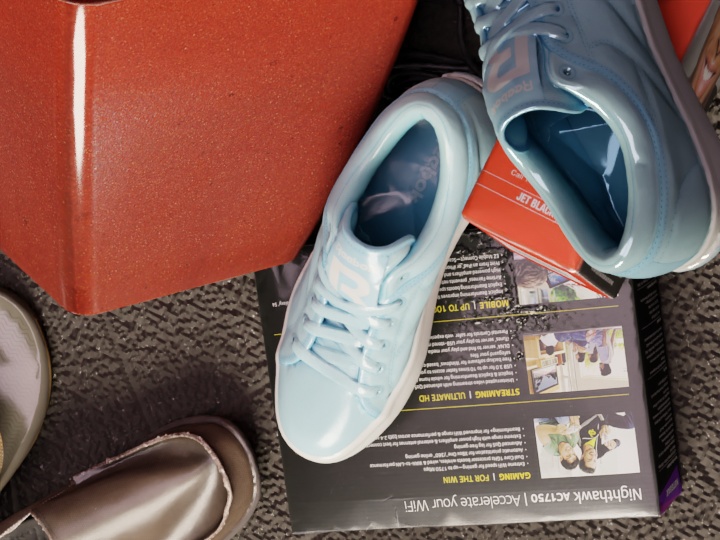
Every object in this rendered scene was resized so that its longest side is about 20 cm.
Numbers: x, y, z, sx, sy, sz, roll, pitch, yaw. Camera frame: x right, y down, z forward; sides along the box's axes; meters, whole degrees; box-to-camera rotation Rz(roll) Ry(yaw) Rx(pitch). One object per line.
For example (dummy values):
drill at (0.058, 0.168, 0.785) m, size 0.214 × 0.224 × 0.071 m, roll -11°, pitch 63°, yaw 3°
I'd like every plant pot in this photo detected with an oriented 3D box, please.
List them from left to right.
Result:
plant pot at (-0.107, -0.096, 1.011) m, size 0.200 × 0.198 × 0.178 m, roll 36°, pitch 130°, yaw 41°

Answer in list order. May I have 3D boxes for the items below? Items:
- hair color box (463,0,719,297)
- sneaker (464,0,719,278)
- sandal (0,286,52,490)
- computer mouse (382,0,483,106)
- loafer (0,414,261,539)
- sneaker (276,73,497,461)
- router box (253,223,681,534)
hair color box at (0.124, -0.095, 0.942) m, size 0.061 × 0.101 × 0.201 m, roll 26°, pitch 91°, yaw 17°
sneaker at (0.077, -0.088, 0.840) m, size 0.074 × 0.082 × 0.201 m, roll -40°, pitch 76°, yaw 35°
sandal at (-0.233, 0.103, 1.155) m, size 0.081 × 0.055 × 0.201 m, roll 31°, pitch 79°, yaw -1°
computer mouse at (0.068, -0.169, 1.020) m, size 0.139 × 0.046 × 0.202 m, roll 9°, pitch 102°, yaw 23°
loafer at (-0.139, 0.145, 1.148) m, size 0.199 × 0.071 × 0.073 m, roll -31°, pitch 86°, yaw 24°
sneaker at (0.000, 0.000, 0.990) m, size 0.073 × 0.082 × 0.202 m, roll 25°, pitch 103°, yaw 19°
router box at (0.052, 0.050, 1.060) m, size 0.198 × 0.051 × 0.151 m, roll -5°, pitch 97°, yaw 22°
